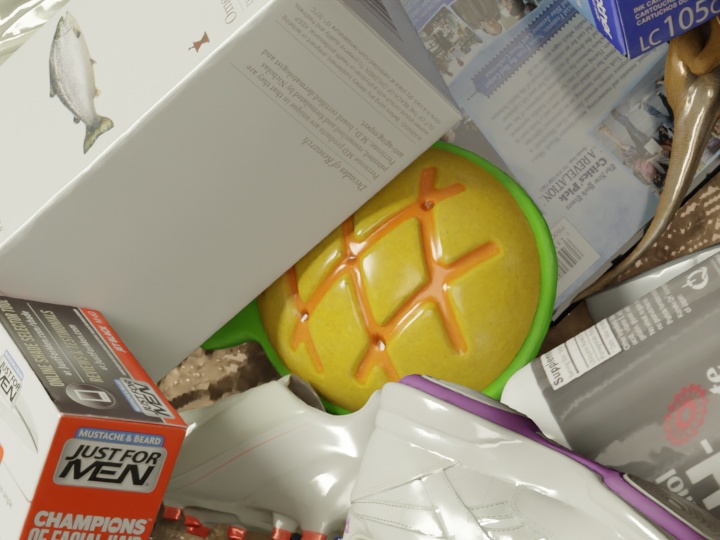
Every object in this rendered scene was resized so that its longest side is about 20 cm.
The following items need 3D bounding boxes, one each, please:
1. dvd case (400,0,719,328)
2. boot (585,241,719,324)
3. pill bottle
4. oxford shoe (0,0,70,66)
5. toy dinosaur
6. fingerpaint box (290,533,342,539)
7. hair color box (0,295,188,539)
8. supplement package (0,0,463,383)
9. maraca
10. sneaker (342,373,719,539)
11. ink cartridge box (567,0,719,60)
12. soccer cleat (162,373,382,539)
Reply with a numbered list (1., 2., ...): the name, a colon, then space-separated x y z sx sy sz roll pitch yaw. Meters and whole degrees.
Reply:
1. dvd case: 0.077 -0.093 1.094 0.143 0.018 0.200 -43 87 -1
2. boot: 0.209 0.025 1.044 0.199 0.074 0.096 -17 91 21
3. pill bottle: 0.130 0.071 0.961 0.199 0.111 0.111 -31 87 6
4. oxford shoe: -0.104 -0.141 1.076 0.199 0.075 0.058 -17 81 4
5. toy dinosaur: 0.160 -0.082 1.044 0.060 0.106 0.201 15 76 -17
6. fingerpaint box: 0.028 0.184 1.058 0.200 0.073 0.167 -37 88 -2
7. hair color box: -0.148 0.125 0.955 0.064 0.111 0.201 8 111 -32
8. supplement package: -0.076 -0.066 1.008 0.200 0.117 0.117 -41 131 13
9. maraca: 0.000 0.000 1.053 0.199 0.107 0.138 16 81 29
10. sneaker: 0.073 0.116 0.861 0.200 0.075 0.100 26 92 41
11. ink cartridge box: 0.137 -0.180 1.000 0.136 0.200 0.077 -27 131 -9
12. soccer cleat: -0.054 0.084 1.033 0.199 0.069 0.078 4 72 44
